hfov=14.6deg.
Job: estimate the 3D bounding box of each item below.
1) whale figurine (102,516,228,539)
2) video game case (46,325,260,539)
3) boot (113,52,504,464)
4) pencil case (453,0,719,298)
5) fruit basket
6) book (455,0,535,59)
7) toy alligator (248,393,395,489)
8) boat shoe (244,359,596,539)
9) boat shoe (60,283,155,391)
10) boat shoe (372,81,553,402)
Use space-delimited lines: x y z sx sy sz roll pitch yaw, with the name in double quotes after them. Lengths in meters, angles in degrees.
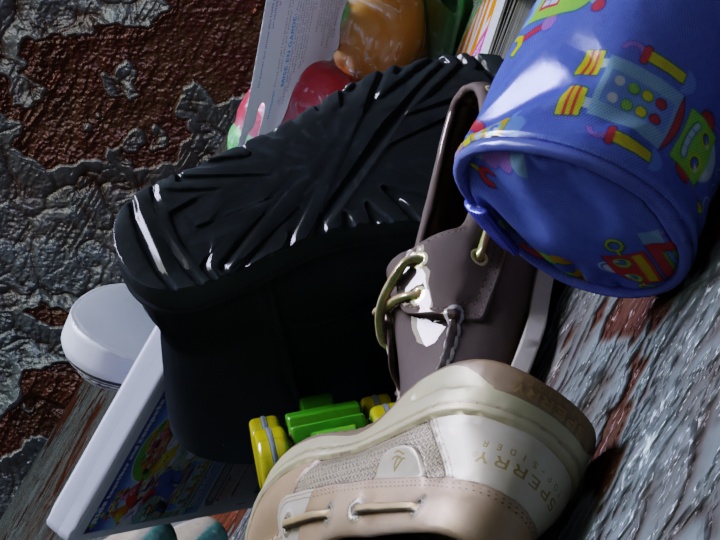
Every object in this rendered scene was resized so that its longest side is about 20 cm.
-0.120 0.191 1.393 0.200 0.104 0.159 -24 -31 -59 "whale figurine"
-0.061 0.058 1.340 0.144 0.018 0.200 -59 -21 14 "video game case"
0.000 0.000 1.188 0.168 0.199 0.077 75 173 -61 "boot"
0.094 -0.085 0.897 0.087 0.078 0.200 -10 44 43 "pencil case"
-0.021 -0.084 1.384 0.200 0.093 0.186 -20 -54 -58 "fruit basket"
0.067 -0.096 1.316 0.134 0.048 0.201 -56 11 53 "book"
-0.008 0.084 1.095 0.200 0.059 0.055 -150 49 -84 "toy alligator"
0.004 0.091 0.892 0.065 0.071 0.200 -64 9 -31 "boat shoe"
-0.082 0.051 1.395 0.200 0.071 0.064 2 -58 -57 "boat shoe"
0.037 0.009 1.022 0.072 0.059 0.200 -52 11 48 "boat shoe"
